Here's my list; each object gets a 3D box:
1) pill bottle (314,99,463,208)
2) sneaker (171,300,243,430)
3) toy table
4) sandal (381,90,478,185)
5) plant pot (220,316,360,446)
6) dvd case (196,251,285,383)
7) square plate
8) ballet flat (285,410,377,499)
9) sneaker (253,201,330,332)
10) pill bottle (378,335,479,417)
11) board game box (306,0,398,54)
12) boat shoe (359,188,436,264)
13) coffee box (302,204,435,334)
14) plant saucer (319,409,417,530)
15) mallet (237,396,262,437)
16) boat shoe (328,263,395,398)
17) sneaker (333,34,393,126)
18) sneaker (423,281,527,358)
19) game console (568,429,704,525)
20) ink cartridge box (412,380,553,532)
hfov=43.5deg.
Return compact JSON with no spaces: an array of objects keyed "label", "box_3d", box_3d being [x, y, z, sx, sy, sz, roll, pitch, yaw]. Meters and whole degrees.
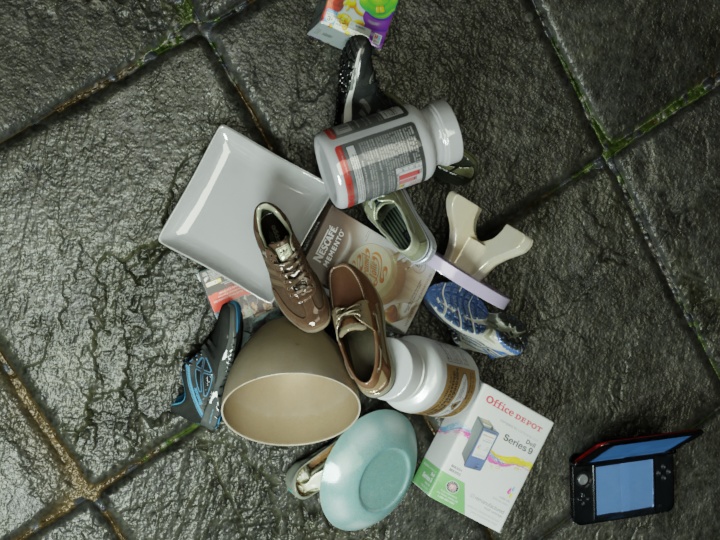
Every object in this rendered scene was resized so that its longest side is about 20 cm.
[{"label":"pill bottle","box_3d":[0.041,-0.173,1.310,0.198,0.116,0.117,-19,99,-10]},{"label":"sneaker","box_3d":[-0.226,0.137,1.341,0.081,0.073,0.203,16,101,0]},{"label":"toy table","box_3d":[0.179,-0.033,1.400,0.199,0.183,0.118,24,100,-47]},{"label":"sandal","box_3d":[0.099,-0.207,1.417,0.200,0.080,0.058,36,44,-7]},{"label":"plant pot","box_3d":[-0.103,0.148,1.320,0.197,0.201,0.136,6,50,-14]},{"label":"dvd case","box_3d":[-0.149,0.069,1.394,0.145,0.022,0.202,-23,98,-11]},{"label":"square plate","box_3d":[-0.171,-0.084,1.354,0.197,0.028,0.202,29,86,-1]},{"label":"ballet flat","box_3d":[-0.026,0.294,1.419,0.199,0.064,0.068,-32,103,-10]},{"label":"sneaker","box_3d":[-0.106,-0.006,1.273,0.070,0.076,0.201,-28,69,-3]},{"label":"pill bottle","box_3d":[0.090,0.159,1.364,0.199,0.113,0.116,20,89,-55]},{"label":"board game box","box_3d":[0.007,-0.437,1.352,0.102,0.105,0.202,19,90,-15]},{"label":"boat shoe","box_3d":[0.044,-0.092,1.351,0.072,0.200,0.062,-46,145,11]},{"label":"coffee box","box_3d":[0.000,0.000,1.386,0.199,0.080,0.115,30,80,-18]},{"label":"plant saucer","box_3d":[0.026,0.318,1.403,0.199,0.038,0.204,-16,114,-37]},{"label":"mallet","box_3d":[-0.098,0.215,1.413,0.197,0.041,0.067,-7,94,-18]},{"label":"boat shoe","box_3d":[-0.002,0.077,1.270,0.075,0.072,0.202,-25,68,12]},{"label":"sneaker","box_3d":[0.012,-0.259,1.350,0.086,0.076,0.202,-3,133,-13]},{"label":"sneaker","box_3d":[0.169,0.091,1.436,0.199,0.085,0.078,31,51,-23]},{"label":"game console","box_3d":[0.465,0.349,1.519,0.197,0.119,0.175,-4,95,-13]},{"label":"ink cartridge box","box_3d":[0.198,0.294,1.464,0.144,0.087,0.202,30,84,-14]}]
